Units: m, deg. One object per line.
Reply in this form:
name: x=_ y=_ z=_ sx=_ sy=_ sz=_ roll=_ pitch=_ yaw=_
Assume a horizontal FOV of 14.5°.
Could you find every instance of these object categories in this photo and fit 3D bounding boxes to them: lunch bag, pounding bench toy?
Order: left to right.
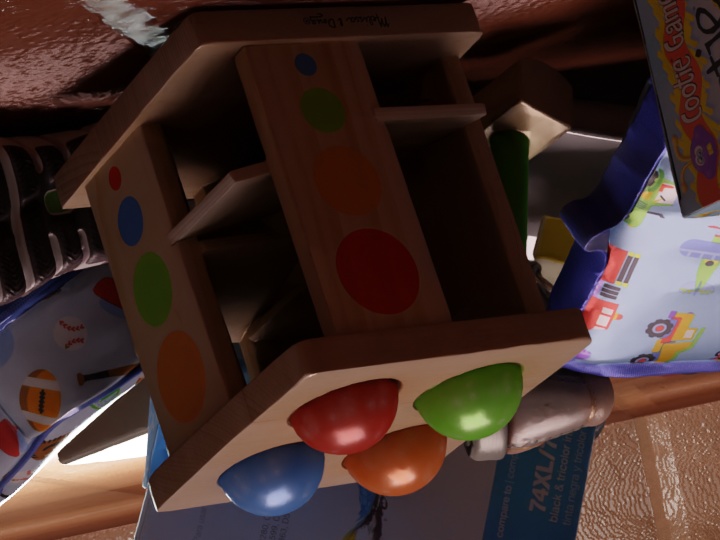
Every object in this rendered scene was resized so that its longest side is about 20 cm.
lunch bag: x=-0.138 y=0.035 z=1.272 sx=0.160 sy=0.076 sz=0.200 roll=-42 pitch=-176 yaw=-37
pounding bench toy: x=0.016 y=-0.001 z=1.053 sx=0.199 sy=0.157 sz=0.124 roll=-6 pitch=157 yaw=-35
lunch bag: x=0.166 y=-0.026 z=1.136 sx=0.199 sy=0.094 sz=0.151 roll=-10 pitch=143 yaw=-31

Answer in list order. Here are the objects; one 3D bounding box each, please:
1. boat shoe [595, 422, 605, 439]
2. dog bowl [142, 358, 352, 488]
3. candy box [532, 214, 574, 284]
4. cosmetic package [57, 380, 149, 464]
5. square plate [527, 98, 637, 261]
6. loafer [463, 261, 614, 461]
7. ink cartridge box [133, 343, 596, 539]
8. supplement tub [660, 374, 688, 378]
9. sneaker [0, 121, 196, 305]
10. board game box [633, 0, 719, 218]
boat shoe: x=0.040 y=0.038 z=1.394 sx=0.067 sy=0.074 sz=0.200 roll=-3 pitch=157 yaw=45
dog bowl: x=-0.034 y=0.062 z=1.182 sx=0.111 sy=0.050 sz=0.200 roll=-7 pitch=-179 yaw=-10
candy box: x=0.180 y=0.018 z=1.293 sx=0.199 sy=0.027 sz=0.102 roll=13 pitch=169 yaw=10
cosmetic package: x=-0.088 y=0.045 z=1.545 sx=0.103 sy=0.088 sz=0.200 roll=-4 pitch=170 yaw=-33
square plate: x=0.107 y=-0.035 z=1.307 sx=0.199 sy=0.029 sz=0.198 roll=6 pitch=160 yaw=-14
loafer: x=0.068 y=0.033 z=1.238 sx=0.063 sy=0.072 sz=0.200 roll=-3 pitch=-162 yaw=-2
ink cartridge box: x=-0.007 y=0.133 z=1.350 sx=0.199 sy=0.147 sz=0.147 roll=13 pitch=163 yaw=-3
supplement tub: x=0.242 y=-0.011 z=1.544 sx=0.199 sy=0.107 sz=0.107 roll=-14 pitch=171 yaw=23
sneaker: x=-0.164 y=-0.013 z=1.106 sx=0.199 sy=0.076 sz=0.115 roll=-4 pitch=172 yaw=-43
board game box: x=0.208 y=-0.088 z=0.980 sx=0.199 sy=0.105 sz=0.103 roll=-7 pitch=170 yaw=-30
